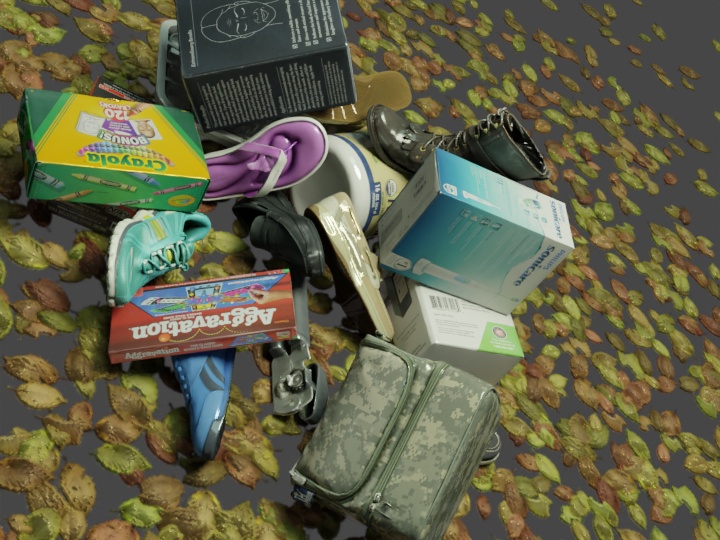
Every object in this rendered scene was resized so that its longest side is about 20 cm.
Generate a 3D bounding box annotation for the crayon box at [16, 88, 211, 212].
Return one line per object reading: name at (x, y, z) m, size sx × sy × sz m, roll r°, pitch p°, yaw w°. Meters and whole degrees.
crayon box at (-0.281, -0.135, 1.194) m, size 0.199 × 0.058 × 0.119 m, roll 3°, pitch 48°, yaw -30°

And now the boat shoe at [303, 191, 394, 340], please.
boat shoe at (0.000, 0.000, 1.308) m, size 0.065 × 0.072 × 0.201 m, roll -29°, pitch 97°, yaw -25°

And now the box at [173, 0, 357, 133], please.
box at (-0.116, -0.272, 1.279) m, size 0.199 × 0.107 × 0.149 m, roll -11°, pitch 58°, yaw 0°

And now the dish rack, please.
dish rack at (-0.185, -0.227, 1.377) m, size 0.199 × 0.044 × 0.172 m, roll 21°, pitch 45°, yaw -30°

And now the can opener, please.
can opener at (-0.076, 0.092, 1.246) m, size 0.067 × 0.053 × 0.201 m, roll 47°, pitch 27°, yaw -42°

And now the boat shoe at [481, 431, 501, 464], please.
boat shoe at (0.094, 0.167, 1.272) m, size 0.199 × 0.063 × 0.073 m, roll 32°, pitch 41°, yaw -6°

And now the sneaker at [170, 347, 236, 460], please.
sneaker at (-0.176, 0.117, 1.136) m, size 0.078 × 0.066 × 0.201 m, roll 9°, pitch 47°, yaw -10°

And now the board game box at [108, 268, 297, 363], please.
board game box at (-0.171, 0.048, 1.143) m, size 0.199 × 0.020 × 0.103 m, roll -8°, pitch 40°, yaw -4°

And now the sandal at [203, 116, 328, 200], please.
sandal at (-0.130, -0.125, 1.301) m, size 0.083 × 0.202 × 0.050 m, roll 63°, pitch 23°, yaw -18°

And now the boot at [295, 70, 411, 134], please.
boot at (-0.048, -0.214, 1.421) m, size 0.199 × 0.155 × 0.073 m, roll -18°, pitch 88°, yaw -43°

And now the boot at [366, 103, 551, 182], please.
boot at (0.123, -0.163, 1.311) m, size 0.200 × 0.174 × 0.069 m, roll 40°, pitch 52°, yaw -21°

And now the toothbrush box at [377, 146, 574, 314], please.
toothbrush box at (0.141, -0.044, 1.306) m, size 0.199 × 0.147 × 0.086 m, roll 20°, pitch 43°, yaw -20°

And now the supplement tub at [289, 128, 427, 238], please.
supplement tub at (0.018, -0.120, 1.424) m, size 0.199 × 0.145 × 0.145 m, roll -16°, pitch 62°, yaw -42°

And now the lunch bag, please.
lunch bag at (0.035, 0.182, 1.111) m, size 0.167 × 0.139 × 0.201 m, roll 24°, pitch 79°, yaw 21°

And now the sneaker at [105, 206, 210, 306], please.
sneaker at (-0.230, -0.025, 1.181) m, size 0.079 × 0.078 × 0.200 m, roll 13°, pitch 32°, yaw 9°

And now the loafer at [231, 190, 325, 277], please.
loafer at (-0.101, -0.043, 1.295) m, size 0.070 × 0.068 × 0.201 m, roll -17°, pitch 33°, yaw -19°

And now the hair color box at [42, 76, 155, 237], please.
hair color box at (-0.305, -0.139, 1.276) m, size 0.101 × 0.061 × 0.201 m, roll 23°, pitch 43°, yaw -18°

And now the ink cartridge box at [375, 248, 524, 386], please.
ink cartridge box at (0.112, 0.044, 1.383) m, size 0.145 × 0.084 × 0.201 m, roll 11°, pitch 47°, yaw -29°
